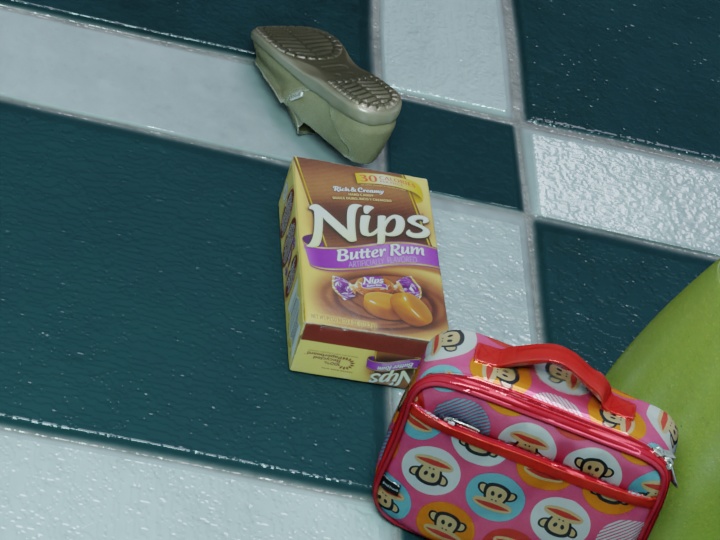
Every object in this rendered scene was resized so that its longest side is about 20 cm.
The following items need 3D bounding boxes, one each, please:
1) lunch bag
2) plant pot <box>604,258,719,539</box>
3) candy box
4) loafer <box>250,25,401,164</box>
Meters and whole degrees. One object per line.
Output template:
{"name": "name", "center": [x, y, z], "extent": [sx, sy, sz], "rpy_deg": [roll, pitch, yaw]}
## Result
{"name": "lunch bag", "center": [0.120, 0.127, 1.758], "extent": [0.199, 0.177, 0.082], "rpy_deg": [20, 38, 0]}
{"name": "plant pot", "center": [0.273, 0.086, 1.856], "extent": [0.186, 0.201, 0.188], "rpy_deg": [13, 38, -10]}
{"name": "candy box", "center": [0.000, 0.000, 1.953], "extent": [0.116, 0.057, 0.200], "rpy_deg": [9, 38, -13]}
{"name": "loafer", "center": [-0.037, -0.150, 2.107], "extent": [0.075, 0.069, 0.200], "rpy_deg": [-3, 28, -29]}
